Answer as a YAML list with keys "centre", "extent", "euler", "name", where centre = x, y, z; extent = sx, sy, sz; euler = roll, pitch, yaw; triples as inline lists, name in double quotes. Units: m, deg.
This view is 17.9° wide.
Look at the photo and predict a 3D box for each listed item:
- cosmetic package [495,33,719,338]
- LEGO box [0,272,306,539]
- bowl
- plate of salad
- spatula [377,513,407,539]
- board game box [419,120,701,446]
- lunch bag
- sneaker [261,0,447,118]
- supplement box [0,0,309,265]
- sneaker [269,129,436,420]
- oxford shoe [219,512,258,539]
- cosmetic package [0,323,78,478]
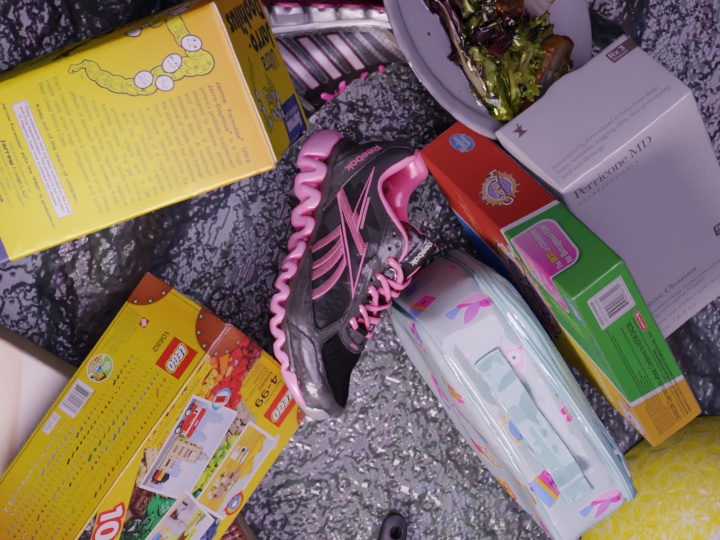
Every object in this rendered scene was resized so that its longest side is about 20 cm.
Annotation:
- centre: [0.179, -0.047, 1.516]
  extent: [0.113, 0.081, 0.200]
  euler: [-39, 140, -5]
  name: "cosmetic package"
- centre: [-0.137, 0.123, 1.470]
  extent: [0.077, 0.149, 0.200]
  euler: [32, 84, 30]
  name: "LEGO box"
- centre: [0.264, 0.210, 1.602]
  extent: [0.199, 0.108, 0.201]
  euler: [-2, 97, -13]
  name: "bowl"
- centre: [0.091, -0.183, 1.500]
  extent: [0.200, 0.048, 0.201]
  euler: [15, 67, -39]
  name: "plate of salad"
- centre: [0.009, 0.267, 1.596]
  extent: [0.056, 0.021, 0.201]
  euler: [6, 94, -21]
  name: "spatula"
- centre: [0.128, 0.006, 1.475]
  extent: [0.040, 0.200, 0.153]
  euler: [-37, 130, -5]
  name: "board game box"
- centre: [0.104, 0.085, 1.523]
  extent: [0.077, 0.160, 0.200]
  euler: [-36, 102, -6]
  name: "lunch bag"
- centre: [-0.028, -0.135, 1.514]
  extent: [0.199, 0.074, 0.088]
  euler: [-1, 101, -11]
  name: "sneaker"
- centre: [-0.150, -0.094, 1.437]
  extent: [0.199, 0.109, 0.110]
  euler: [-19, 101, 14]
  name: "supplement box"
- centre: [0.000, 0.000, 1.490]
  extent: [0.095, 0.079, 0.201]
  euler: [0, 70, 20]
  name: "sneaker"
- centre: [-0.073, 0.233, 1.561]
  extent: [0.070, 0.075, 0.200]
  euler: [-23, 89, 29]
  name: "oxford shoe"
- centre: [-0.279, 0.070, 1.482]
  extent: [0.200, 0.073, 0.104]
  euler: [30, 91, -13]
  name: "cosmetic package"
